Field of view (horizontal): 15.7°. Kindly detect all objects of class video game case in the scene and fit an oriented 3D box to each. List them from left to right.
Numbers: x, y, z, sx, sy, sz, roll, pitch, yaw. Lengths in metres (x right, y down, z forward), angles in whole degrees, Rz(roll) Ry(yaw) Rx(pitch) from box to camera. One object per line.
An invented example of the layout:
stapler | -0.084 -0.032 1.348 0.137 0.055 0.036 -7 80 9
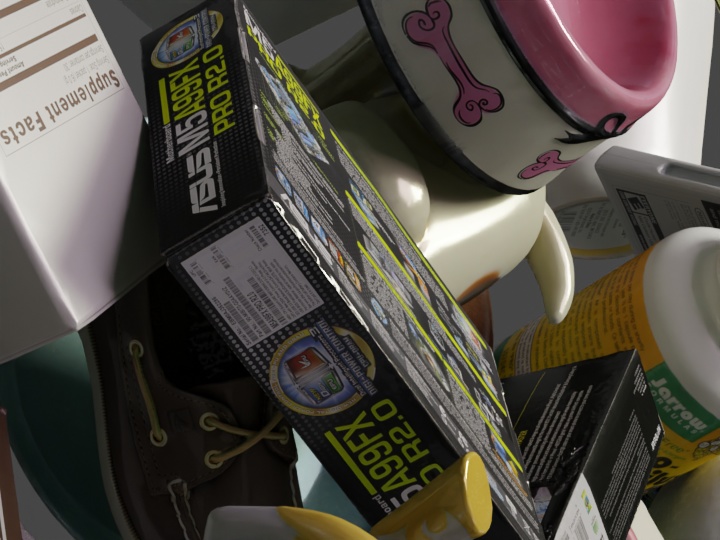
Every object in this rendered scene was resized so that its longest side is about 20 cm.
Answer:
video game case | 0.233 0.025 1.444 0.023 0.182 0.200 -44 126 -23

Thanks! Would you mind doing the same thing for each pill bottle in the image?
pill bottle | 0.163 0.046 1.362 0.113 0.200 0.113 25 49 -32

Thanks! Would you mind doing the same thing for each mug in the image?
mug | 0.151 -0.086 1.563 0.186 0.149 0.153 29 51 -45

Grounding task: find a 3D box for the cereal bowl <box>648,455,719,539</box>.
cereal bowl | 0.197 0.167 1.433 0.200 0.083 0.200 -53 155 -38

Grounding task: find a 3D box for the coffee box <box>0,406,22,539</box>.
coffee box | -0.158 0.131 0.781 0.114 0.080 0.200 30 43 -54

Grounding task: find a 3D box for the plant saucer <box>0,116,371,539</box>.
plant saucer | -0.066 0.038 1.037 0.200 0.036 0.200 13 66 -31

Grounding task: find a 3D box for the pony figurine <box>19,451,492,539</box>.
pony figurine | -0.045 0.159 0.895 0.167 0.200 0.193 -24 105 -66

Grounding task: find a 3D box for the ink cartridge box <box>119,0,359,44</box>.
ink cartridge box | -0.072 -0.218 1.193 0.200 0.146 0.147 40 35 -45

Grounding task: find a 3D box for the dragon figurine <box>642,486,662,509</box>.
dragon figurine | 0.180 0.120 1.533 0.200 0.059 0.099 65 24 -2

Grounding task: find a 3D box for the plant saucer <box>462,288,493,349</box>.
plant saucer | 0.018 -0.009 1.342 0.200 0.032 0.200 48 30 -40

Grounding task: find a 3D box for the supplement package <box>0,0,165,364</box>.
supplement package | -0.165 -0.064 0.889 0.200 0.121 0.120 64 23 -8

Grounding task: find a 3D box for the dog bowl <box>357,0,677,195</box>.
dog bowl | 0.071 -0.139 1.154 0.200 0.074 0.200 37 43 -45

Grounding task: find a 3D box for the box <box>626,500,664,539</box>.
box | 0.074 0.203 1.149 0.109 0.128 0.200 62 23 -10

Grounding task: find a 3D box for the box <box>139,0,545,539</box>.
box | -0.006 0.014 0.950 0.200 0.044 0.160 54 12 -31

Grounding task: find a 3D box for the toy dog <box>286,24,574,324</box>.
toy dog | 0.000 0.000 1.180 0.194 0.139 0.200 47 43 -24

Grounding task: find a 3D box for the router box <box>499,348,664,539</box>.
router box | 0.041 0.107 1.134 0.200 0.149 0.051 -54 127 -63

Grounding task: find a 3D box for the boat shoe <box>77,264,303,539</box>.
boat shoe | -0.060 0.045 0.978 0.072 0.059 0.200 -12 81 -36
